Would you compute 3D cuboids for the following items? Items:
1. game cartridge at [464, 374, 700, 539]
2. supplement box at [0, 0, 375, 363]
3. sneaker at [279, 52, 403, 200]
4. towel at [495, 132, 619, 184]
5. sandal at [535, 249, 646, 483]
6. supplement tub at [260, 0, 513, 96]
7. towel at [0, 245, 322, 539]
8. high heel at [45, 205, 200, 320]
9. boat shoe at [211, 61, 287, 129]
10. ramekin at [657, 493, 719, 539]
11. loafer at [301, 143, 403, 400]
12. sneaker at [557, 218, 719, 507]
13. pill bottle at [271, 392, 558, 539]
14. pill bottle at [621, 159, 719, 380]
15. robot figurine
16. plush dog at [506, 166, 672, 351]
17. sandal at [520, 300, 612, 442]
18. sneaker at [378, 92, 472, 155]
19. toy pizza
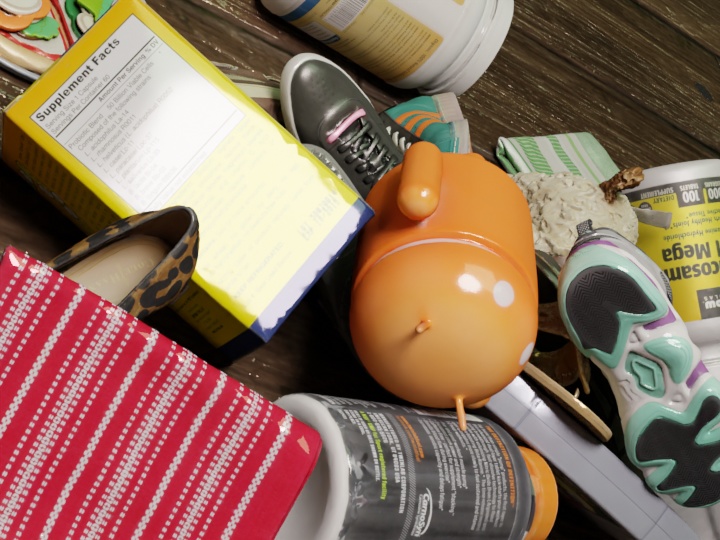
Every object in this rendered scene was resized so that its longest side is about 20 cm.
[{"bbox_3d":[0.143,0.131,0.880,0.200,0.041,0.133,41,-10,-7],"label":"game cartridge"},{"bbox_3d":[-0.110,-0.053,0.767,0.200,0.110,0.109,42,71,-6],"label":"supplement box"},{"bbox_3d":[0.018,-0.072,0.907,0.071,0.099,0.200,-41,119,-18],"label":"sneaker"},{"bbox_3d":[0.227,-0.081,1.268,0.200,0.023,0.153,-11,62,-51],"label":"towel"},{"bbox_3d":[0.176,0.067,0.934,0.055,0.082,0.200,-30,85,-39],"label":"sandal"},{"bbox_3d":[0.024,-0.254,1.121,0.200,0.145,0.145,28,38,-25],"label":"supplement tub"},{"bbox_3d":[-0.125,0.099,0.615,0.200,0.022,0.145,35,77,-24],"label":"towel"},{"bbox_3d":[-0.170,0.026,0.623,0.071,0.143,0.200,51,34,8],"label":"high heel"},{"bbox_3d":[-0.063,-0.119,0.955,0.202,0.075,0.075,15,30,-44],"label":"boat shoe"},{"bbox_3d":[0.302,0.230,0.948,0.200,0.098,0.201,31,38,-28],"label":"ramekin"},{"bbox_3d":[0.000,0.000,0.890,0.200,0.075,0.070,61,-4,-2],"label":"loafer"},{"bbox_3d":[0.200,0.052,0.850,0.200,0.078,0.140,63,18,-16],"label":"sneaker"},{"bbox_3d":[0.031,0.136,0.758,0.200,0.106,0.106,12,46,-40],"label":"pill bottle"},{"bbox_3d":[0.296,0.007,1.127,0.112,0.112,0.200,-4,83,-49],"label":"pill bottle"},{"bbox_3d":[0.053,0.005,0.771,0.116,0.144,0.200,21,35,-10],"label":"robot figurine"},{"bbox_3d":[0.165,0.010,1.020,0.200,0.160,0.172,29,61,-23],"label":"plush dog"},{"bbox_3d":[0.123,0.045,0.884,0.078,0.070,0.212,45,-7,-31],"label":"sandal"},{"bbox_3d":[0.050,-0.094,1.018,0.200,0.080,0.071,-96,176,-70],"label":"sneaker"},{"bbox_3d":[-0.231,-0.211,0.904,0.200,0.032,0.200,28,37,-24],"label":"toy pizza"}]
